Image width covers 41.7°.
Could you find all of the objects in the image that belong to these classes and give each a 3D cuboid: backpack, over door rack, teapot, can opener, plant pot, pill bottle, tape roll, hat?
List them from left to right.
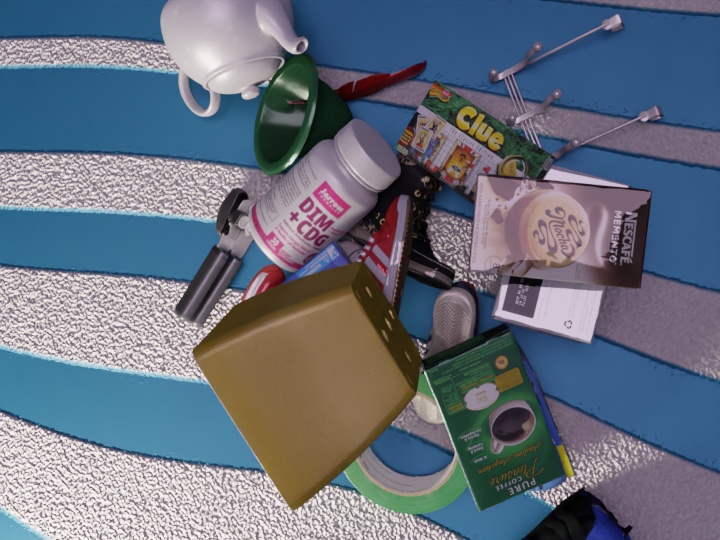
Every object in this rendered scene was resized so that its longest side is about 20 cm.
[{"bbox_3d":[-0.200,-0.016,1.344,0.066,0.052,0.202,29,90,45],"label":"can opener"},{"bbox_3d":[-0.173,-0.304,1.287,0.194,0.200,0.149,-18,90,-1],"label":"teapot"},{"bbox_3d":[-0.040,0.102,1.049,0.175,0.200,0.202,-31,97,12],"label":"plant pot"},{"bbox_3d":[-0.047,-0.100,1.256,0.199,0.113,0.114,-41,80,24],"label":"pill bottle"},{"bbox_3d":[-0.030,-0.203,1.326,0.173,0.199,0.169,13,65,-32],"label":"hat"},{"bbox_3d":[0.063,0.218,1.247,0.196,0.048,0.205,4,105,16],"label":"tape roll"},{"bbox_3d":[0.285,-0.239,1.257,0.197,0.067,0.150,-22,84,8],"label":"over door rack"},{"bbox_3d":[0.278,0.376,1.154,0.167,0.200,0.163,41,93,10],"label":"backpack"}]

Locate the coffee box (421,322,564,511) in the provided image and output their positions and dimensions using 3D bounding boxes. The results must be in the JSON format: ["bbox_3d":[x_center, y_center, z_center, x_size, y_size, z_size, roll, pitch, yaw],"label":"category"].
[{"bbox_3d":[0.163,0.183,1.168,0.121,0.044,0.203,-24,101,-1],"label":"coffee box"}]

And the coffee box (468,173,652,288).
[{"bbox_3d":[0.228,-0.048,1.102,0.196,0.080,0.116,5,96,6],"label":"coffee box"}]

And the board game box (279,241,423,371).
[{"bbox_3d":[-0.052,0.104,1.212,0.199,0.041,0.201,-39,73,7],"label":"board game box"}]

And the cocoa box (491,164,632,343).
[{"bbox_3d":[0.256,-0.019,1.215,0.131,0.131,0.204,14,89,11],"label":"cocoa box"}]

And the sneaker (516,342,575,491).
[{"bbox_3d":[0.212,0.191,1.244,0.077,0.066,0.204,-21,84,7],"label":"sneaker"}]

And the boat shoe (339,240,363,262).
[{"bbox_3d":[-0.042,0.054,1.301,0.070,0.070,0.203,40,113,47],"label":"boat shoe"}]

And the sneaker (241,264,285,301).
[{"bbox_3d":[-0.112,0.103,1.290,0.114,0.078,0.204,22,104,27],"label":"sneaker"}]

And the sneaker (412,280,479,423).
[{"bbox_3d":[0.122,0.107,1.268,0.074,0.085,0.204,18,114,11],"label":"sneaker"}]

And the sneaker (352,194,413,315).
[{"bbox_3d":[0.000,0.000,1.157,0.110,0.071,0.204,11,85,13],"label":"sneaker"}]

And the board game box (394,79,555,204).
[{"bbox_3d":[0.141,-0.150,1.199,0.199,0.023,0.106,39,100,30],"label":"board game box"}]

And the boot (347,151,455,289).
[{"bbox_3d":[0.078,-0.075,1.247,0.203,0.073,0.155,32,89,46],"label":"boot"}]
